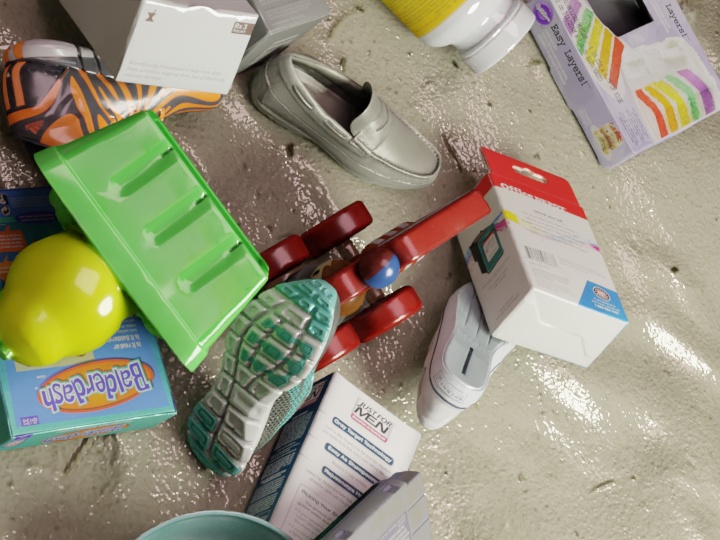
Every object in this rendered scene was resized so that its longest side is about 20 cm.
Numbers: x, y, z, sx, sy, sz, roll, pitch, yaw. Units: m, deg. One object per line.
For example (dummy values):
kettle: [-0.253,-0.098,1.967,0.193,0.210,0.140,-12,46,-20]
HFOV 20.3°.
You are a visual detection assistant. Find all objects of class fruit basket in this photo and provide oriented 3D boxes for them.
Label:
fruit basket: [-0.195,-0.001,1.539,0.215,0.156,0.216,0,95,-2]

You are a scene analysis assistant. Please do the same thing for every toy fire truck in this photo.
toy fire truck: [0.000,0.000,1.697,0.200,0.168,0.112,-30,89,-41]

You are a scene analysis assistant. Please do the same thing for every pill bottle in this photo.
pill bottle: [0.069,-0.285,1.913,0.200,0.112,0.112,45,51,-12]

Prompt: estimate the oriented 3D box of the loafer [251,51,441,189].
loafer: [-0.004,-0.135,1.819,0.200,0.070,0.070,26,57,-26]

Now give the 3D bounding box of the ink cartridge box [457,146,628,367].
ink cartridge box: [0.159,-0.015,1.863,0.116,0.067,0.200,19,35,-29]

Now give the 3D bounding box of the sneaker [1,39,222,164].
sneaker: [-0.205,-0.122,1.672,0.199,0.078,0.112,3,76,-30]

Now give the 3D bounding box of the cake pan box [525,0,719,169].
cake pan box: [0.273,-0.224,2.080,0.184,0.052,0.200,-25,86,-43]

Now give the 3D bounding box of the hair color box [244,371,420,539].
hair color box: [-0.033,0.195,1.657,0.100,0.060,0.200,38,53,-18]

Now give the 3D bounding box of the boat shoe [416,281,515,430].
boat shoe: [0.087,0.073,1.799,0.074,0.067,0.200,41,29,0]

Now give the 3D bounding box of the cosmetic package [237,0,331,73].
cosmetic package: [-0.123,-0.282,1.774,0.090,0.107,0.200,-27,86,-41]

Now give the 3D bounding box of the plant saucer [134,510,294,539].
plant saucer: [-0.120,0.279,1.532,0.199,0.036,0.201,-1,92,-22]

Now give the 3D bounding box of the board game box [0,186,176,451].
board game box: [-0.241,0.033,1.584,0.152,0.045,0.201,-5,73,-39]

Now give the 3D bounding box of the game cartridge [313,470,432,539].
game cartridge: [0.009,0.248,1.586,0.200,0.038,0.130,-33,112,-62]

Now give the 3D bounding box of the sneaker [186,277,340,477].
sneaker: [-0.067,0.074,1.614,0.078,0.200,0.091,43,35,12]

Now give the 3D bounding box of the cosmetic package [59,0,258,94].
cosmetic package: [-0.180,-0.233,1.663,0.113,0.081,0.200,5,34,-34]
